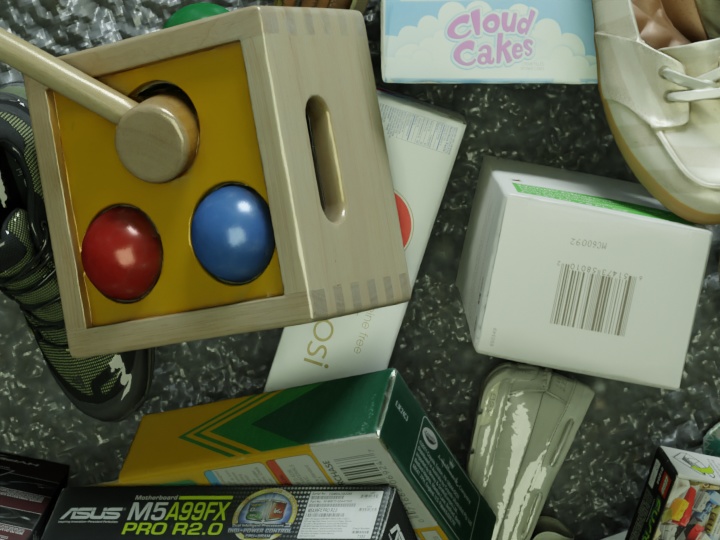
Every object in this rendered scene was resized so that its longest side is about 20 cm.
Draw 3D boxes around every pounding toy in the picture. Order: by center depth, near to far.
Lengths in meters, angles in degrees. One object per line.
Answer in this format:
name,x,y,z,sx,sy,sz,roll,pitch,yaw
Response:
pounding toy,-0.101,-0.063,1.005,0.184,0.142,0.201,-10,91,31

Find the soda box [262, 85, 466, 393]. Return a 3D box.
soda box,0.000,0.000,1.088,0.063,0.068,0.201,18,98,0

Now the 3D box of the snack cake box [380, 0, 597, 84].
snack cake box,0.111,-0.134,1.041,0.199,0.115,0.067,0,98,2

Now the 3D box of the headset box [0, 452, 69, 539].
headset box,-0.220,0.195,1.058,0.077,0.200,0.149,10,100,-1

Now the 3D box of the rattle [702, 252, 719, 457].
rattle,0.277,0.030,1.106,0.130,0.143,0.201,12,118,32

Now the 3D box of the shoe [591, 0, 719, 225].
shoe,0.146,-0.119,0.939,0.070,0.053,0.201,-13,72,-7

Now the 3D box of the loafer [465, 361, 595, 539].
loafer,0.087,0.153,1.109,0.070,0.070,0.201,11,101,3

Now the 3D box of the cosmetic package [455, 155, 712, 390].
cosmetic package,0.111,-0.003,1.018,0.107,0.200,0.085,10,100,-2

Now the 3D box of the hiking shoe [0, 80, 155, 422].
hiking shoe,-0.183,-0.002,1.071,0.076,0.101,0.201,-21,94,26

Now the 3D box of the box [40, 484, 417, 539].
box,-0.056,0.184,1.062,0.199,0.044,0.161,-3,134,22

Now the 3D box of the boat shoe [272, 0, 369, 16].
boat shoe,-0.024,-0.165,1.062,0.068,0.072,0.201,12,99,-1

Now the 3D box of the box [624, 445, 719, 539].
box,0.185,0.200,1.065,0.110,0.035,0.201,11,109,-14

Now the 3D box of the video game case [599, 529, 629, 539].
video game case,0.180,0.233,1.109,0.181,0.023,0.201,-18,114,-2

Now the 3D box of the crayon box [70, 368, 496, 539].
crayon box,-0.042,0.127,1.068,0.199,0.052,0.126,-12,129,28
